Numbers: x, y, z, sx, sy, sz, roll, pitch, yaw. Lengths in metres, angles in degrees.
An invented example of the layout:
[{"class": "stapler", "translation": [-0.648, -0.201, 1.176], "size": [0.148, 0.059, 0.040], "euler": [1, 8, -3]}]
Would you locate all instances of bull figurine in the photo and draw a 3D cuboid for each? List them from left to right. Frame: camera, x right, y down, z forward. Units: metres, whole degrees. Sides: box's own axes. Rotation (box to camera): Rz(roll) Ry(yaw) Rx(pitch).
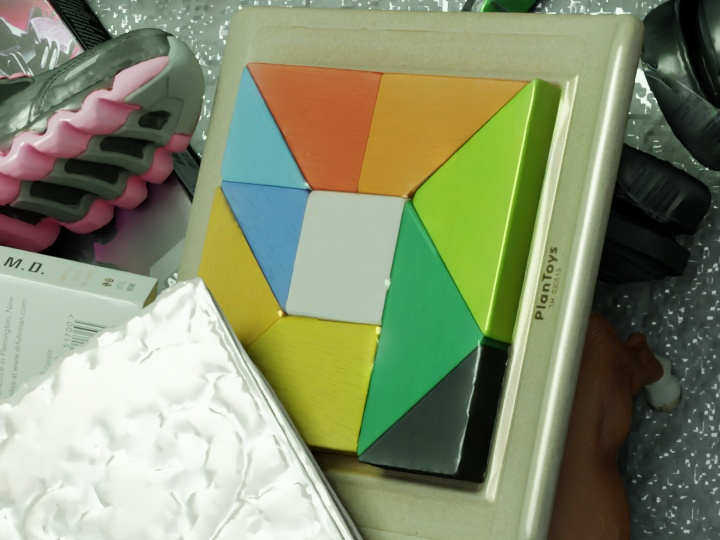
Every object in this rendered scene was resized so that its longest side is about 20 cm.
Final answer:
[{"class": "bull figurine", "translation": [0.059, 0.106, 0.979], "size": [0.065, 0.121, 0.202], "euler": [12, 88, 22]}]

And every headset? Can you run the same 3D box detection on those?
[{"class": "headset", "translation": [0.103, -0.049, 0.994], "size": [0.124, 0.094, 0.200], "euler": [-49, 59, 10]}]

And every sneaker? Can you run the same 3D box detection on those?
[{"class": "sneaker", "translation": [-0.151, -0.044, 1.056], "size": [0.199, 0.079, 0.096], "euler": [-31, 63, 14]}]

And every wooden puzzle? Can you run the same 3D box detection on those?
[{"class": "wooden puzzle", "translation": [0.000, 0.000, 0.968], "size": [0.199, 0.037, 0.186], "euler": [4, 80, 44]}]

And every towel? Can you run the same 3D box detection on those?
[{"class": "towel", "translation": [-0.087, 0.132, 0.937], "size": [0.199, 0.032, 0.192], "euler": [-32, 73, 7]}]

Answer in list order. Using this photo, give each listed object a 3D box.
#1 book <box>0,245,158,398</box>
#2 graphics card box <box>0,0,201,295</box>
[{"class": "book", "translation": [-0.179, 0.048, 1.015], "size": [0.199, 0.048, 0.135], "euler": [13, 111, 4]}, {"class": "graphics card box", "translation": [-0.133, -0.031, 1.107], "size": [0.125, 0.051, 0.200], "euler": [-40, 73, 12]}]
